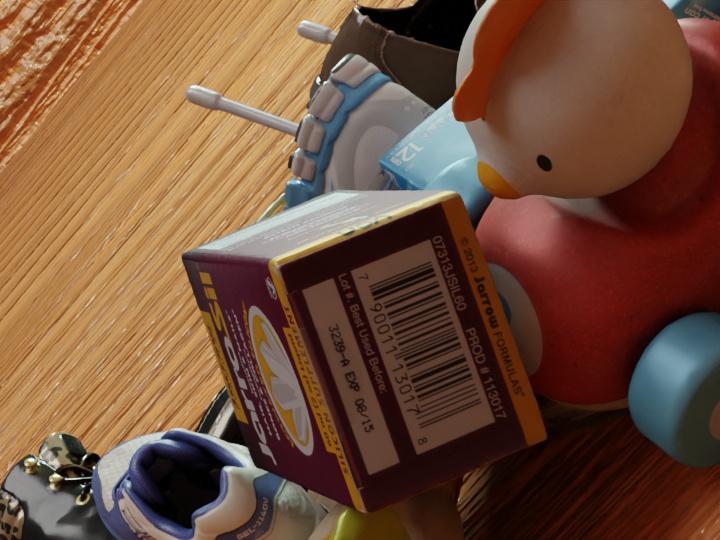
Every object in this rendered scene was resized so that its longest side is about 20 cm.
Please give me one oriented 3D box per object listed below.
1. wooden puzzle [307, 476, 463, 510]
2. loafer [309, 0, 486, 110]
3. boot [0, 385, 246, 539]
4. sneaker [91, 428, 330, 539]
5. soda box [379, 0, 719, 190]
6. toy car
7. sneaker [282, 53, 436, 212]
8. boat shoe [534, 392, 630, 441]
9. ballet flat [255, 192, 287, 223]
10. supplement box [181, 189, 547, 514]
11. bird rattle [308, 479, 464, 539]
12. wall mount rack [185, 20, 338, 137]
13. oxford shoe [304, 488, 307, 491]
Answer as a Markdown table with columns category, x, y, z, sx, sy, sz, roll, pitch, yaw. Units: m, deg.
| category | x | y | z | sx | sy | sz | roll | pitch | yaw |
| --- | --- | --- | --- | --- | --- | --- | --- | --- | --- |
| wooden puzzle | 0.008 | 0.127 | 1.375 | 0.185 | 0.037 | 0.201 | -7 | 63 | 71 |
| loafer | 0.064 | -0.123 | 1.543 | 0.199 | 0.073 | 0.071 | -18 | -46 | -40 |
| boot | -0.127 | 0.131 | 1.586 | 0.150 | 0.073 | 0.201 | 31 | 106 | 40 |
| sneaker | -0.084 | 0.103 | 1.389 | 0.200 | 0.088 | 0.075 | 12 | 64 | 55 |
| soda box | 0.111 | -0.082 | 1.332 | 0.200 | 0.064 | 0.068 | -41 | 33 | -8 |
| toy car | 0.087 | -0.050 | 1.157 | 0.177 | 0.200 | 0.184 | -52 | 47 | 0 |
| sneaker | 0.000 | 0.000 | 1.397 | 0.075 | 0.086 | 0.201 | -39 | -30 | -55 |
| boat shoe | 0.091 | 0.050 | 1.343 | 0.200 | 0.062 | 0.074 | 174 | 107 | -74 |
| ballet flat | -0.013 | -0.024 | 1.651 | 0.200 | 0.067 | 0.067 | -32 | -13 | -37 |
| supplement box | -0.004 | 0.030 | 1.220 | 0.085 | 0.111 | 0.200 | -21 | 6 | -13 |
| bird rattle | 0.001 | 0.169 | 1.237 | 0.200 | 0.112 | 0.164 | -55 | 20 | 41 |
| wall mount rack | 0.007 | -0.064 | 1.558 | 0.074 | 0.174 | 0.200 | -36 | 0 | 38 |
| oxford shoe | -0.036 | 0.078 | 1.601 | 0.200 | 0.084 | 0.073 | -53 | 17 | 9 |
